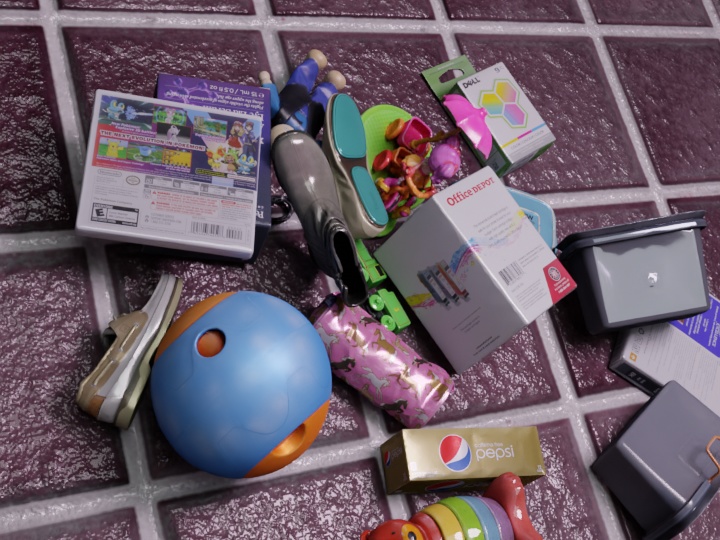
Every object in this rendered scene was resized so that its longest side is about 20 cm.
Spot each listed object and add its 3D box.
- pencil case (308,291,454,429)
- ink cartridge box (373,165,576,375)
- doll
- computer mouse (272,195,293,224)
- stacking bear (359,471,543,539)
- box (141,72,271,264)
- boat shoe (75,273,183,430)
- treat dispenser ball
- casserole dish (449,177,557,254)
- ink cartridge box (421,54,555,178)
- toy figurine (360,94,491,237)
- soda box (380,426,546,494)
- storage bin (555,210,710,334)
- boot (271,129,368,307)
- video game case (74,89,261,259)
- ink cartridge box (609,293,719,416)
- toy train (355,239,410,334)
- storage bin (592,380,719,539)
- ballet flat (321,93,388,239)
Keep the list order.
[{"bbox_3d":[0.021,0.111,1.305,0.199,0.087,0.083,39,25,-4],"label":"pencil case"},{"bbox_3d":[0.147,-0.003,1.370,0.145,0.144,0.201,-27,80,-47],"label":"ink cartridge box"},{"bbox_3d":[-0.083,-0.217,1.401,0.136,0.048,0.201,44,39,-20],"label":"doll"},{"bbox_3d":[-0.073,-0.117,1.398,0.199,0.034,0.059,-38,87,-34],"label":"computer mouse"},{"bbox_3d":[0.096,0.318,1.217,0.197,0.114,0.123,-2,57,-29],"label":"stacking bear"},{"bbox_3d":[-0.188,-0.123,1.293,0.145,0.105,0.203,4,63,-17],"label":"box"},{"bbox_3d":[-0.256,0.078,1.185,0.067,0.075,0.202,21,49,-6],"label":"boat shoe"},{"bbox_3d":[-0.129,0.124,1.149,0.198,0.201,0.204,11,61,-21],"label":"treat dispenser ball"},{"bbox_3d":[0.208,-0.070,1.512,0.197,0.039,0.123,17,60,-20],"label":"casserole dish"},{"bbox_3d":[0.191,-0.245,1.575,0.103,0.059,0.202,-28,80,-34],"label":"ink cartridge box"},{"bbox_3d":[0.088,-0.152,1.385,0.150,0.183,0.202,37,60,-25],"label":"toy figurine"},{"bbox_3d":[0.128,0.235,1.304,0.197,0.068,0.065,2,64,-26],"label":"soda box"},{"bbox_3d":[0.387,0.009,1.476,0.196,0.146,0.137,-9,81,-4],"label":"storage bin"},{"bbox_3d":[-0.039,-0.064,1.253,0.067,0.131,0.202,-24,116,-9],"label":"boot"},{"bbox_3d":[-0.215,-0.111,1.205,0.196,0.023,0.185,8,63,-13],"label":"video game case"},{"bbox_3d":[0.477,0.109,1.554,0.198,0.043,0.200,32,56,-7],"label":"ink cartridge box"},{"bbox_3d":[0.000,0.000,1.374,0.056,0.042,0.202,-19,75,-42],"label":"toy train"},{"bbox_3d":[0.415,0.246,1.408,0.134,0.146,0.199,44,54,12],"label":"storage bin"},{"bbox_3d":[-0.021,-0.132,1.373,0.068,0.069,0.203,-4,69,-27],"label":"ballet flat"}]
